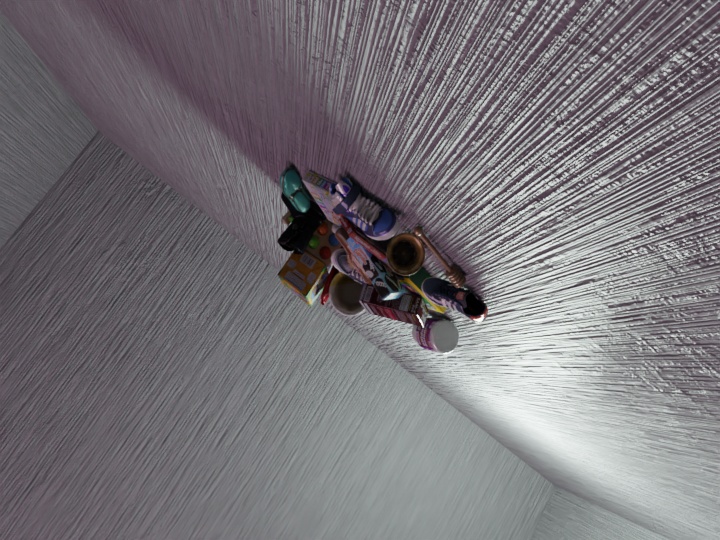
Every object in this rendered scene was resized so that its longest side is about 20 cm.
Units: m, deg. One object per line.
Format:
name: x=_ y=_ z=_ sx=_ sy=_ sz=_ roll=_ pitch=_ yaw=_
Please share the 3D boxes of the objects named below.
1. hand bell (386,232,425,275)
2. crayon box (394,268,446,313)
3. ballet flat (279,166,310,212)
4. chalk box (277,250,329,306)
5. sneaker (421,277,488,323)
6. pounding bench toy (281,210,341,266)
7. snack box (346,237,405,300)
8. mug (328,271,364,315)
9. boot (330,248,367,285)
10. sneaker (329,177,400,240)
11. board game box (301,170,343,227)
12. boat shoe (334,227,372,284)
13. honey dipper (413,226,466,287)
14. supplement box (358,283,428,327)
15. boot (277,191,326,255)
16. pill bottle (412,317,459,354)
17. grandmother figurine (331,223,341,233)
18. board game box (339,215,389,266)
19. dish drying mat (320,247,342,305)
hand bell: x=0.107 y=-0.050 z=1.434 sx=0.103 sy=0.106 sz=0.200 roll=37 pitch=-179 yaw=-7
crayon box: x=0.161 y=0.043 z=1.613 sx=0.172 sy=0.059 sz=0.198 roll=42 pitch=167 yaw=-26
ballet flat: x=-0.208 y=-0.250 z=1.582 sx=0.070 sy=0.067 sz=0.201 roll=45 pitch=170 yaw=28
chalk box: x=-0.184 y=0.027 z=1.770 sx=0.123 sy=0.126 sz=0.201 roll=33 pitch=167 yaw=11
sneaker: x=0.257 y=0.070 z=1.422 sx=0.194 sy=0.077 sz=0.085 roll=25 pitch=167 yaw=9
pounding bench toy: x=-0.169 y=-0.123 z=1.775 sx=0.199 sy=0.126 sz=0.155 roll=41 pitch=167 yaw=-19
snack box: x=0.046 y=-0.012 z=1.509 sx=0.204 sy=0.037 sz=0.115 roll=58 pitch=-158 yaw=14
mug: x=-0.022 y=0.056 z=1.822 sx=0.145 sy=0.193 sz=0.153 roll=21 pitch=180 yaw=4
boot: x=0.000 y=0.000 z=1.650 sx=0.197 sy=0.075 sz=0.090 roll=29 pitch=-178 yaw=-36
sneaker: x=-0.004 y=-0.158 z=1.298 sx=0.146 sy=0.082 sz=0.198 roll=42 pitch=173 yaw=-41
board game box: x=-0.073 y=-0.187 z=1.493 sx=0.132 sy=0.035 sz=0.201 roll=30 pitch=165 yaw=33
boat shoe: x=-0.013 y=-0.037 z=1.580 sx=0.201 sy=0.071 sz=0.076 roll=49 pitch=-154 yaw=-7
honey dipper: x=0.193 y=-0.036 z=1.306 sx=0.200 sy=0.038 sz=0.038 roll=46 pitch=164 yaw=-24
supplement box: x=0.102 y=0.107 z=1.615 sx=0.193 sy=0.063 sz=0.109 roll=13 pitch=160 yaw=24
boot: x=-0.219 y=-0.156 z=1.694 sx=0.196 sy=0.170 sz=0.077 roll=30 pitch=165 yaw=24
pill bottle: x=0.258 y=0.228 z=1.876 sx=0.111 sy=0.114 sz=0.199 roll=38 pitch=167 yaw=-14
grandmother figurine: x=-0.027 y=-0.086 z=1.678 sx=0.118 sy=0.062 sz=0.200 roll=14 pitch=158 yaw=40
board game box: x=0.028 y=-0.073 z=1.463 sx=0.198 sy=0.020 sz=0.104 roll=35 pitch=-165 yaw=-33
dish drying mat: x=-0.092 y=0.016 z=1.804 sx=0.018 sy=0.205 sz=0.078 roll=16 pitch=147 yaw=10
